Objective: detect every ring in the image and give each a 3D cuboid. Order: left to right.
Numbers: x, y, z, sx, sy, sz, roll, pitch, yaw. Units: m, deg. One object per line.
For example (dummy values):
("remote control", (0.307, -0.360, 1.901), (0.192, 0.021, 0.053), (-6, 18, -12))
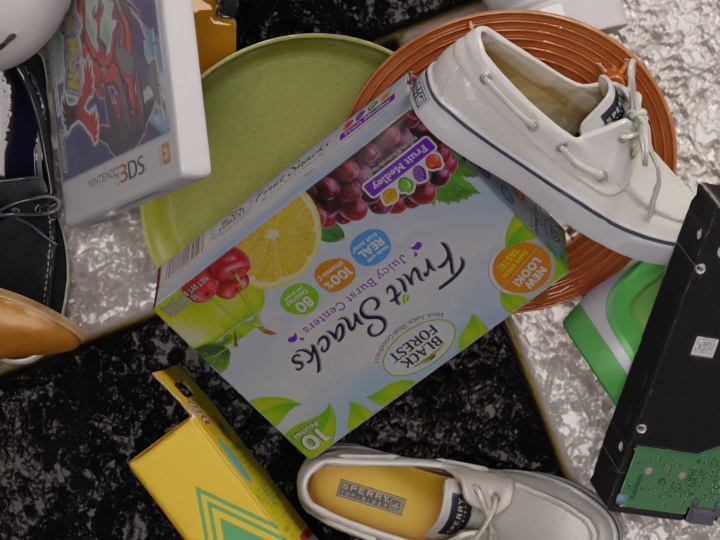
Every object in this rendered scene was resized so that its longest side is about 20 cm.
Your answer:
("ring", (0.086, -0.058, 1.680), (0.200, 0.019, 0.201), (-1, 120, -2))

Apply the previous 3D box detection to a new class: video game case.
("video game case", (-0.142, -0.137, 1.667), (0.023, 0.182, 0.201), (-4, 83, -27))

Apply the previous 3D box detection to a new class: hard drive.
("hard drive", (0.226, 0.053, 1.654), (0.139, 0.038, 0.201), (8, 114, -20))

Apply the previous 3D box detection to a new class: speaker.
("speaker", (0.221, 0.006, 1.699), (0.200, 0.088, 0.089), (-34, 89, 3))

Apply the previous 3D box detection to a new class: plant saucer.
("plant saucer", (-0.033, -0.048, 1.709), (0.199, 0.031, 0.201), (-3, 111, -9))

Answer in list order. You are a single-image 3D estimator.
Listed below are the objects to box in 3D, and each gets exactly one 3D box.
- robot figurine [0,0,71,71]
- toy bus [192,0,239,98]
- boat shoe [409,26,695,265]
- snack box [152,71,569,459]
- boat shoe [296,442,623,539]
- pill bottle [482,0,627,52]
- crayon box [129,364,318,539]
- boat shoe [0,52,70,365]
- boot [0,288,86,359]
("robot figurine", (-0.258, -0.188, 1.688), (0.200, 0.125, 0.151), (21, 126, 32))
("toy bus", (-0.106, -0.201, 1.715), (0.065, 0.078, 0.201), (0, 90, -6))
("boat shoe", (0.132, -0.079, 1.612), (0.202, 0.075, 0.086), (31, 124, -20))
("snack box", (0.000, 0.000, 1.669), (0.200, 0.053, 0.142), (-37, 115, 20))
("boat shoe", (0.058, 0.144, 1.714), (0.199, 0.070, 0.071), (15, 91, 3))
("pill bottle", (0.089, -0.227, 1.691), (0.111, 0.111, 0.201), (-17, 90, 3))
("crayon box", (-0.070, 0.149, 1.694), (0.051, 0.127, 0.200), (-37, 87, 2))
("boat shoe", (-0.215, -0.042, 1.732), (0.074, 0.062, 0.201), (-2, 92, 1))
("boot", (-0.269, 0.075, 1.675), (0.200, 0.071, 0.144), (10, 70, 11))
